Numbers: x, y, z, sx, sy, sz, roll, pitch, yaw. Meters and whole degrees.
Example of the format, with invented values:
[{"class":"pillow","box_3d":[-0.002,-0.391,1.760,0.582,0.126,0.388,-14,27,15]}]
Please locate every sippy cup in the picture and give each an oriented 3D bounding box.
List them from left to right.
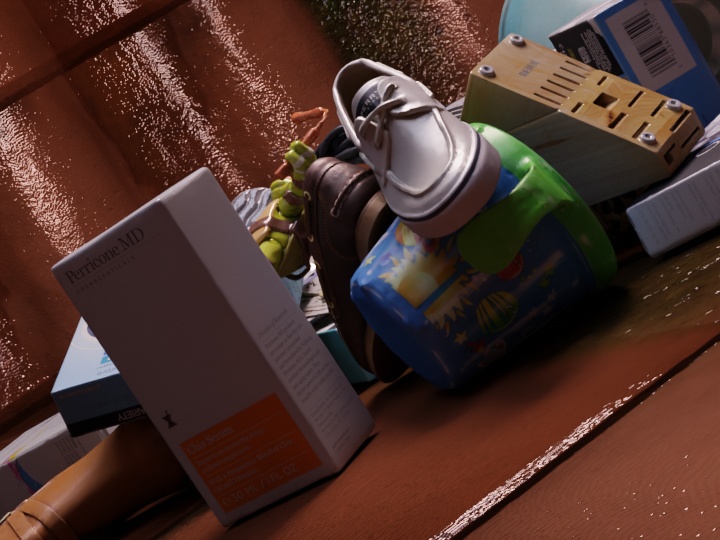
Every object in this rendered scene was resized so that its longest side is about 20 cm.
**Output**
[{"class":"sippy cup","box_3d":[0.068,0.000,1.101,0.130,0.178,0.140,-44,50,-13]}]

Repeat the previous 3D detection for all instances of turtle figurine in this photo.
[{"class":"turtle figurine","box_3d":[-0.067,-0.009,1.224,0.200,0.064,0.161,-50,13,50]}]

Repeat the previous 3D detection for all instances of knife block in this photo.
[{"class":"knife block","box_3d":[0.116,-0.061,1.198,0.064,0.200,0.176,-46,-26,-43]}]

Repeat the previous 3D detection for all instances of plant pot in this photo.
[{"class":"plant pot","box_3d":[0.266,-0.224,1.715,0.200,0.200,0.188,-34,21,-15]}]

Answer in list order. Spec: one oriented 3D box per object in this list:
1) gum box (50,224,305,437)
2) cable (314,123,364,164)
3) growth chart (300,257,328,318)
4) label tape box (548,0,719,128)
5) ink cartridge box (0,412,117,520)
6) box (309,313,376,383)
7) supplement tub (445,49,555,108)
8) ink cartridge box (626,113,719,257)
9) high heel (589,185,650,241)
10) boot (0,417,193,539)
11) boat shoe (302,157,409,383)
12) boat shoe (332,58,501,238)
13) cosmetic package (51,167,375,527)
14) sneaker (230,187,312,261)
[{"class":"gum box","box_3d":[-0.132,0.037,1.341,0.170,0.045,0.200,-16,24,11]},{"class":"cable","box_3d":[0.052,-0.065,1.456,0.163,0.200,0.051,55,-129,-65]},{"class":"growth chart","box_3d":[0.000,0.000,1.388,0.200,0.018,0.145,-15,20,42]},{"class":"label tape box","box_3d":[0.217,-0.144,1.405,0.066,0.143,0.200,-32,5,-9]},{"class":"ink cartridge box","box_3d":[-0.251,0.169,1.574,0.200,0.083,0.146,-29,6,31]},{"class":"box","box_3d":[-0.008,0.053,1.413,0.082,0.049,0.200,-34,6,-20]},{"class":"supplement tub","box_3d":[0.152,-0.117,1.613,0.132,0.132,0.200,-35,5,-32]},{"class":"ink cartridge box","box_3d":[0.288,-0.096,1.118,0.200,0.043,0.198,-27,7,37]},{"class":"high heel","box_3d":[0.126,-0.012,1.251,0.143,0.071,0.200,-50,17,-23]},{"class":"boot","box_3d":[-0.212,0.180,1.337,0.155,0.074,0.200,-34,-7,-29]},{"class":"boat shoe","box_3d":[0.003,-0.002,1.198,0.070,0.070,0.200,-47,-30,-29]},{"class":"boat shoe","box_3d":[0.024,-0.083,1.065,0.071,0.070,0.200,-47,25,10]},{"class":"cosmetic package","box_3d":[-0.091,0.049,1.111,0.101,0.200,0.071,-30,7,29]},{"class":"sneaker","box_3d":[-0.028,-0.007,1.525,0.075,0.200,0.082,-63,-15,-13]}]
